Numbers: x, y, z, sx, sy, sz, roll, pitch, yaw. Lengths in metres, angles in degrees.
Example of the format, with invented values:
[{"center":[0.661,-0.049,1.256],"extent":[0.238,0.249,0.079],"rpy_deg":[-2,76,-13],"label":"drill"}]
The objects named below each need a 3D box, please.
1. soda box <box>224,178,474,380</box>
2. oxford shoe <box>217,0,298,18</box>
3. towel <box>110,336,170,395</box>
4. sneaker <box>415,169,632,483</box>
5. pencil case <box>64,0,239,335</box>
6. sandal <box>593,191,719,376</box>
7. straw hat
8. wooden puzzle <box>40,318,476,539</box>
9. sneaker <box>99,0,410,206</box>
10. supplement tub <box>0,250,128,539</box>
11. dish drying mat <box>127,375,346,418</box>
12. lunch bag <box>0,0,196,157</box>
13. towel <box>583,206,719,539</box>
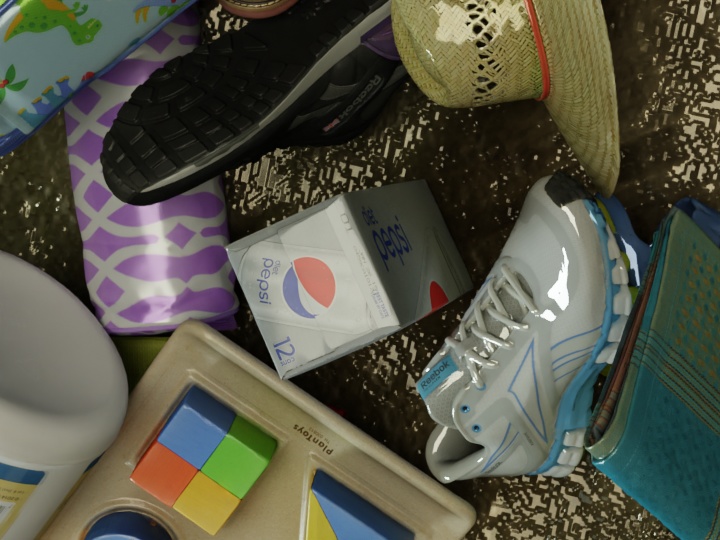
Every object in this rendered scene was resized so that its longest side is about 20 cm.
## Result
[{"center":[0.000,0.000,0.966],"extent":[0.063,0.200,0.068],"rpy_deg":[-24,89,13],"label":"soda box"},{"center":[-0.033,-0.223,0.986],"extent":[0.070,0.075,0.201],"rpy_deg":[11,70,16],"label":"oxford shoe"},{"center":[-0.174,0.078,1.093],"extent":[0.199,0.018,0.086],"rpy_deg":[0,98,15],"label":"towel"},{"center":[0.072,0.039,0.959],"extent":[0.086,0.075,0.200],"rpy_deg":[-13,136,-20],"label":"sneaker"},{"center":[-0.112,-0.063,1.050],"extent":[0.084,0.085,0.201],"rpy_deg":[-3,93,28],"label":"pencil case"},{"center":[0.164,0.044,0.996],"extent":[0.087,0.079,0.201],"rpy_deg":[-22,98,-13],"label":"sandal"},{"center":[0.057,-0.125,0.938],"extent":[0.085,0.201,0.202],"rpy_deg":[-12,91,-1],"label":"straw hat"},{"center":[-0.067,0.150,1.037],"extent":[0.185,0.046,0.200],"rpy_deg":[34,113,-6],"label":"wooden puzzle"},{"center":[-0.034,-0.083,1.003],"extent":[0.200,0.088,0.076],"rpy_deg":[-37,48,-8],"label":"sneaker"},{"center":[-0.225,0.100,1.015],"extent":[0.145,0.145,0.200],"rpy_deg":[42,116,8],"label":"supplement tub"},{"center":[-0.110,0.093,1.095],"extent":[0.199,0.018,0.077],"rpy_deg":[11,98,13],"label":"dish drying mat"},{"center":[-0.157,-0.162,0.975],"extent":[0.200,0.082,0.161],"rpy_deg":[-40,45,8],"label":"lunch bag"},{"center":[0.187,0.086,0.925],"extent":[0.200,0.147,0.022],"rpy_deg":[43,140,-24],"label":"towel"}]
